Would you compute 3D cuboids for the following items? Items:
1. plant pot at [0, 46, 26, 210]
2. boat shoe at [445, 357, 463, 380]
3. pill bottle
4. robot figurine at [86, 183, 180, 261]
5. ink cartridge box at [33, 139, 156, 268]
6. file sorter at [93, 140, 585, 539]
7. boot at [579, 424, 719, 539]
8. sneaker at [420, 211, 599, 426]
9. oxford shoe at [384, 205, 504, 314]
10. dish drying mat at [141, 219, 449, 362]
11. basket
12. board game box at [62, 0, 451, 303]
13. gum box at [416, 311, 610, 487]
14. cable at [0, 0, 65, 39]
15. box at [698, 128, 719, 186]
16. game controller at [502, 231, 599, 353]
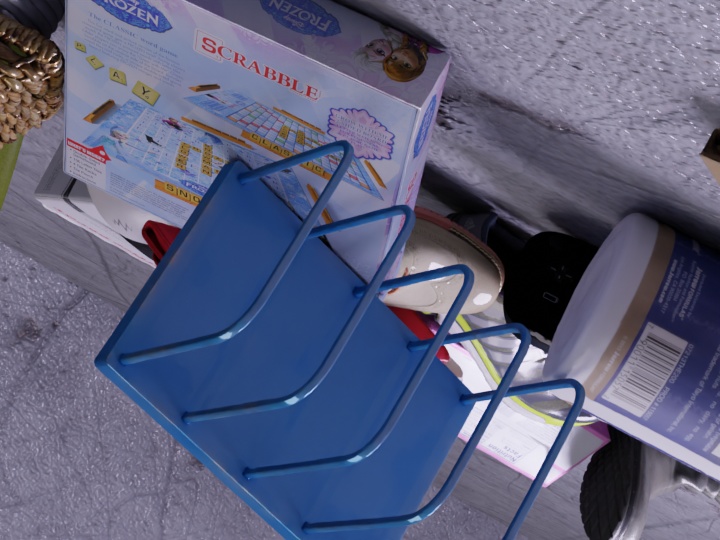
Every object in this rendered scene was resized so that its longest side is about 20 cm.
[{"bbox_3d":[-0.297,-0.113,1.449,0.200,0.194,0.200,26,171,4],"label":"plant pot"},{"bbox_3d":[-0.032,0.056,1.405,0.199,0.069,0.072,18,-161,-30],"label":"boat shoe"},{"bbox_3d":[0.209,0.060,1.209,0.199,0.111,0.111,28,172,-3],"label":"pill bottle"},{"bbox_3d":[-0.092,-0.055,1.426,0.200,0.150,0.125,39,-152,-57],"label":"robot figurine"},{"bbox_3d":[-0.150,-0.055,1.730,0.144,0.084,0.200,31,170,-25],"label":"ink cartridge box"},{"bbox_3d":[-0.002,0.052,1.133,0.200,0.139,0.122,45,149,-23],"label":"file sorter"},{"bbox_3d":[0.231,0.145,1.597,0.130,0.068,0.200,28,-146,-9],"label":"boot"},{"bbox_3d":[0.108,0.033,1.445,0.200,0.074,0.081,40,147,-27],"label":"sneaker"},{"bbox_3d":[0.000,0.000,1.342,0.199,0.071,0.074,13,-146,-21],"label":"oxford shoe"},{"bbox_3d":[-0.039,0.016,1.360,0.199,0.018,0.077,17,-160,-36],"label":"dish drying mat"},{"bbox_3d":[-0.263,-0.125,1.251,0.143,0.149,0.200,58,171,1],"label":"basket"},{"bbox_3d":[-0.062,-0.081,1.175,0.199,0.041,0.200,26,148,8],"label":"board game box"},{"bbox_3d":[0.085,0.059,1.550,0.200,0.066,0.114,32,-148,-34],"label":"gum box"},{"bbox_3d":[-0.245,-0.194,1.217,0.199,0.069,0.200,29,172,-13],"label":"cable"},{"bbox_3d":[0.254,0.003,1.026,0.163,0.021,0.200,22,171,29],"label":"box"},{"bbox_3d":[0.179,0.045,1.309,0.199,0.042,0.104,26,-152,3],"label":"game controller"}]
